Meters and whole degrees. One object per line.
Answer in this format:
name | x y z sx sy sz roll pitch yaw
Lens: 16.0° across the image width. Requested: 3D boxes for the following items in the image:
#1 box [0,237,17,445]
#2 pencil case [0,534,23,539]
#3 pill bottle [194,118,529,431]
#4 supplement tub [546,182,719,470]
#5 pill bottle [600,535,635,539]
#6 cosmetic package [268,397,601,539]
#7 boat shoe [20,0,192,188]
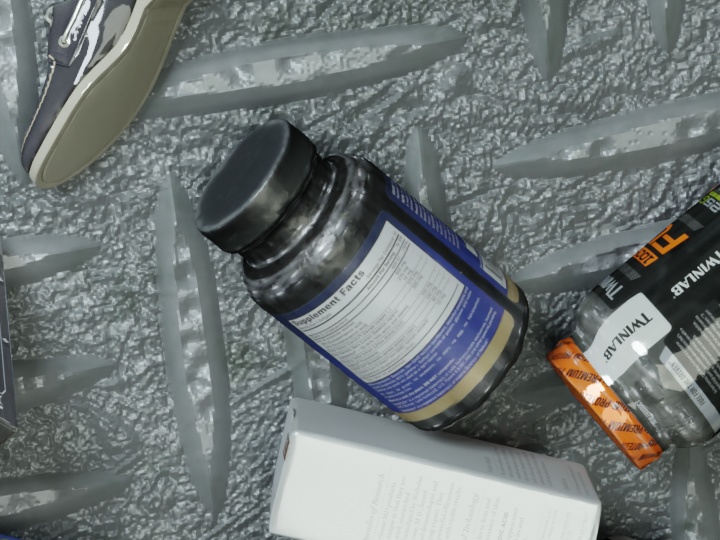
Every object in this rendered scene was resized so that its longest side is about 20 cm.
box | -0.284 0.003 1.431 0.048 0.159 0.200 -36 133 22
pencil case | -0.243 0.204 1.578 0.199 0.078 0.087 13 120 -19
pill bottle | 0.000 0.000 1.561 0.200 0.112 0.112 39 94 -22
supplement tub | 0.224 0.027 1.626 0.200 0.123 0.123 -40 113 -1
pill bottle | 0.135 0.243 1.677 0.199 0.112 0.113 -16 111 -10
cosmetic package | 0.045 0.143 1.601 0.199 0.102 0.074 12 99 -3
boat shoe | -0.152 -0.143 1.513 0.063 0.073 0.200 37 104 20
